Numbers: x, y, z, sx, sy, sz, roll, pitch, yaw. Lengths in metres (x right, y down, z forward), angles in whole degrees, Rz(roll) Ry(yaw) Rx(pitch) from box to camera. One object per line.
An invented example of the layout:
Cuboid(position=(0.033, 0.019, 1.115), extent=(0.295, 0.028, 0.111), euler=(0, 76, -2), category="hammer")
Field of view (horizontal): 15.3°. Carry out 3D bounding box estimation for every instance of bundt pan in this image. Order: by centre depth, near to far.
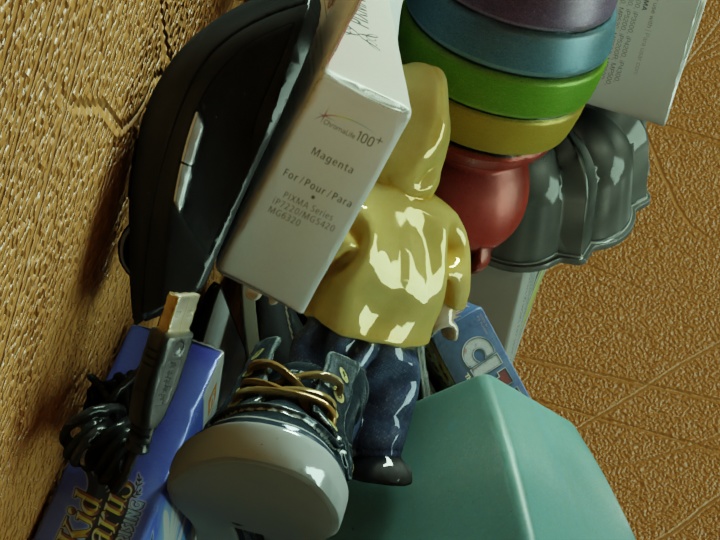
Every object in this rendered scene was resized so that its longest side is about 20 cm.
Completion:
Cuboid(position=(0.090, -0.095, 1.673), extent=(0.203, 0.200, 0.076), euler=(-69, 171, -47), category="bundt pan")

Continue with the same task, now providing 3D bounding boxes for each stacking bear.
Cuboid(position=(0.062, -0.097, 1.330), extent=(0.122, 0.113, 0.201), euler=(49, -45, 41), category="stacking bear")

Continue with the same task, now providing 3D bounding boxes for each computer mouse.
Cuboid(position=(-0.071, -0.017, 0.987), extent=(0.140, 0.046, 0.201), euler=(-110, -136, -78), category="computer mouse")

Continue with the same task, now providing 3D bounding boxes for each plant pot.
Cuboid(position=(0.061, 0.166, 1.312), extent=(0.141, 0.141, 0.201), euler=(30, 43, -49), category="plant pot")

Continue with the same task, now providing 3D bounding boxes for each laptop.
Cuboid(position=(-0.046, 0.134, 1.365), extent=(0.187, 0.115, 0.201), euler=(85, 22, -78), category="laptop")

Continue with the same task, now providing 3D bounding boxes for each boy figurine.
Cuboid(position=(0.000, 0.000, 1.272), extent=(0.064, 0.124, 0.202), euler=(14, -82, 53), category="boy figurine")

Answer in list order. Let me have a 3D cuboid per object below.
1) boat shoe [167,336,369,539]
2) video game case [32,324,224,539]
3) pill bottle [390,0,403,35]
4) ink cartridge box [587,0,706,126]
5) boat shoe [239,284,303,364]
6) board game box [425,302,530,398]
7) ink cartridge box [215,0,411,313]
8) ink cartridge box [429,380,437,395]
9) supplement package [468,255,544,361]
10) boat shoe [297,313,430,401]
Cuboid(position=(-0.034, 0.064, 1.097), extent=(0.200, 0.070, 0.092), euler=(103, 2, -73), category="boat shoe")
Cuboid(position=(-0.112, 0.156, 1.113), extent=(0.182, 0.045, 0.201), euler=(99, 8, -45), category="video game case")
Cuboid(position=(0.022, -0.075, 1.494), extent=(0.200, 0.110, 0.112), euler=(95, 12, -64), category="pill bottle")
Cuboid(position=(0.099, -0.157, 1.579), extent=(0.147, 0.198, 0.084), euler=(-50, 156, -77), category="ink cartridge box")
Cuboid(position=(-0.021, 0.080, 1.393), extent=(0.073, 0.062, 0.202), euler=(-120, -161, -86), category="boat shoe")
Cuboid(position=(0.087, 0.110, 1.512), extent=(0.201, 0.034, 0.135), euler=(62, -7, -8), category="board game box")
Cuboid(position=(-0.004, -0.099, 1.082), extent=(0.174, 0.043, 0.200), euler=(-60, -167, 17), category="ink cartridge box")
Cuboid(position=(0.020, 0.119, 1.529), extent=(0.086, 0.201, 0.146), euler=(-32, 174, -6), category="ink cartridge box")
Cuboid(position=(0.050, -0.018, 1.779), extent=(0.201, 0.146, 0.192), euler=(-68, 172, -45), category="supplement package")
Cuboid(position=(0.001, 0.001, 1.423), extent=(0.072, 0.066, 0.203), euler=(15, -65, 55), category="boat shoe")
